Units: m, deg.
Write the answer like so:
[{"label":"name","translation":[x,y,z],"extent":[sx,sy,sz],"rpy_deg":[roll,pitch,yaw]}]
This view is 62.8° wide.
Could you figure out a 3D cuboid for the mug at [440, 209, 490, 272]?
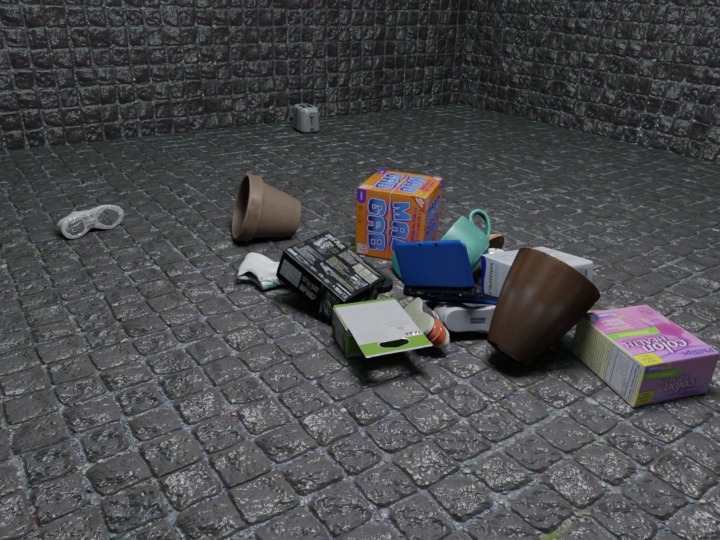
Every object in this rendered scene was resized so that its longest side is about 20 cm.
[{"label":"mug","translation":[0.272,-0.059,1.535],"extent":[0.114,0.185,0.152],"rpy_deg":[40,24,8]}]

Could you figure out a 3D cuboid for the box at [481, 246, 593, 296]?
[{"label":"box","translation":[0.421,0.019,1.431],"extent":[0.183,0.105,0.200],"rpy_deg":[-7,15,-19]}]

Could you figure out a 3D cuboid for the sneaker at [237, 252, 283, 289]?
[{"label":"sneaker","translation":[-0.214,0.017,1.490],"extent":[0.199,0.075,0.089],"rpy_deg":[9,44,15]}]

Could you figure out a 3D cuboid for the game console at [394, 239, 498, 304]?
[{"label":"game console","translation":[0.196,0.007,1.337],"extent":[0.200,0.119,0.170],"rpy_deg":[1,-9,45]}]

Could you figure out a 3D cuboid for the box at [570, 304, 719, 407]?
[{"label":"box","translation":[0.564,0.164,1.188],"extent":[0.175,0.097,0.200],"rpy_deg":[-6,27,-16]}]

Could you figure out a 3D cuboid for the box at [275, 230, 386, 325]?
[{"label":"box","translation":[-0.070,0.014,1.397],"extent":[0.200,0.086,0.164],"rpy_deg":[38,39,20]}]

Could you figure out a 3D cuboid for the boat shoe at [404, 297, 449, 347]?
[{"label":"boat shoe","translation":[0.141,0.115,1.300],"extent":[0.063,0.071,0.200],"rpy_deg":[35,4,-16]}]

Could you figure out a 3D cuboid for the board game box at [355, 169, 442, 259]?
[{"label":"board game box","translation":[0.113,-0.160,1.712],"extent":[0.199,0.201,0.200],"rpy_deg":[10,27,17]}]

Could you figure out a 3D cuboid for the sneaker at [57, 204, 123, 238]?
[{"label":"sneaker","translation":[-0.825,-0.161,1.793],"extent":[0.099,0.078,0.200],"rpy_deg":[19,29,39]}]

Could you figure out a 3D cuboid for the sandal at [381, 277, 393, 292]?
[{"label":"sandal","translation":[0.001,0.000,1.545],"extent":[0.200,0.048,0.075],"rpy_deg":[20,31,31]}]

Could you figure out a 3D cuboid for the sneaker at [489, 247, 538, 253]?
[{"label":"sneaker","translation":[0.421,-0.007,1.577],"extent":[0.199,0.078,0.090],"rpy_deg":[-1,33,8]}]

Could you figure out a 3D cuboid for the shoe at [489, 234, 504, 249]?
[{"label":"shoe","translation":[0.334,-0.069,1.687],"extent":[0.200,0.070,0.053],"rpy_deg":[-19,41,-33]}]

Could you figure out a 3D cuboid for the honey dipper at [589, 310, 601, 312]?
[{"label":"honey dipper","translation":[0.574,0.100,1.394],"extent":[0.199,0.038,0.038],"rpy_deg":[-1,26,-7]}]

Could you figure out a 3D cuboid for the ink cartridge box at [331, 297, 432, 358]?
[{"label":"ink cartridge box","translation":[0.039,0.141,1.223],"extent":[0.147,0.076,0.200],"rpy_deg":[-7,28,-19]}]

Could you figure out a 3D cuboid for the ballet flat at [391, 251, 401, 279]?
[{"label":"ballet flat","translation":[0.144,0.009,1.536],"extent":[0.067,0.067,0.200],"rpy_deg":[14,22,-27]}]

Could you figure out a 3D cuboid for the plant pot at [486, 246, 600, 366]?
[{"label":"plant pot","translation":[0.353,0.087,1.207],"extent":[0.187,0.200,0.187],"rpy_deg":[34,-5,3]}]

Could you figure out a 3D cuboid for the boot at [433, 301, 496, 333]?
[{"label":"boot","translation":[0.265,0.101,1.331],"extent":[0.199,0.074,0.096],"rpy_deg":[7,11,-13]}]

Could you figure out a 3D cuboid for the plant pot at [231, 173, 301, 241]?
[{"label":"plant pot","translation":[-0.274,-0.173,1.757],"extent":[0.174,0.201,0.200],"rpy_deg":[10,21,-23]}]

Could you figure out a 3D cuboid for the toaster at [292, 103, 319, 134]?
[{"label":"toaster","translation":[-0.290,-0.802,3.109],"extent":[0.113,0.130,0.200],"rpy_deg":[-9,28,-24]}]
